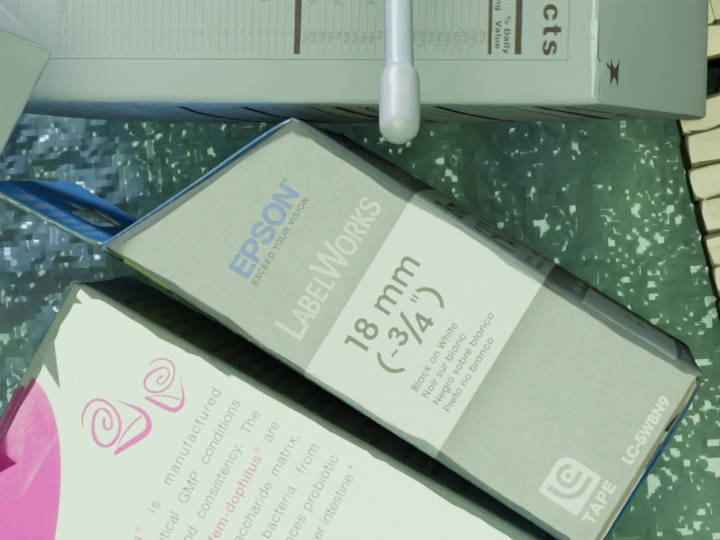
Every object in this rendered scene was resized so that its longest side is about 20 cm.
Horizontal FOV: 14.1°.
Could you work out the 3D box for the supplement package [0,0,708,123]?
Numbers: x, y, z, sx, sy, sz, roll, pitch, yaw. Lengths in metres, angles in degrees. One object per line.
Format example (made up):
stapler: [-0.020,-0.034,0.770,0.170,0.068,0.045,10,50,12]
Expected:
supplement package: [-0.007,-0.100,0.846,0.199,0.109,0.115,2,92,22]

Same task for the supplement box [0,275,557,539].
supplement box: [-0.016,0.092,0.880,0.199,0.103,0.102,30,94,2]

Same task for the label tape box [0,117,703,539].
label tape box: [0.000,0.000,0.856,0.199,0.144,0.064,32,93,3]

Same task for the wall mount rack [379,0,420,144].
wall mount rack: [-0.048,-0.119,0.737,0.198,0.075,0.175,-2,95,3]

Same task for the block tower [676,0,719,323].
block tower: [0.133,0.003,0.891,0.057,0.054,0.201,-14,89,6]

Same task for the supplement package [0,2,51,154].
supplement package: [-0.196,-0.068,0.827,0.117,0.200,0.117,20,105,-39]
